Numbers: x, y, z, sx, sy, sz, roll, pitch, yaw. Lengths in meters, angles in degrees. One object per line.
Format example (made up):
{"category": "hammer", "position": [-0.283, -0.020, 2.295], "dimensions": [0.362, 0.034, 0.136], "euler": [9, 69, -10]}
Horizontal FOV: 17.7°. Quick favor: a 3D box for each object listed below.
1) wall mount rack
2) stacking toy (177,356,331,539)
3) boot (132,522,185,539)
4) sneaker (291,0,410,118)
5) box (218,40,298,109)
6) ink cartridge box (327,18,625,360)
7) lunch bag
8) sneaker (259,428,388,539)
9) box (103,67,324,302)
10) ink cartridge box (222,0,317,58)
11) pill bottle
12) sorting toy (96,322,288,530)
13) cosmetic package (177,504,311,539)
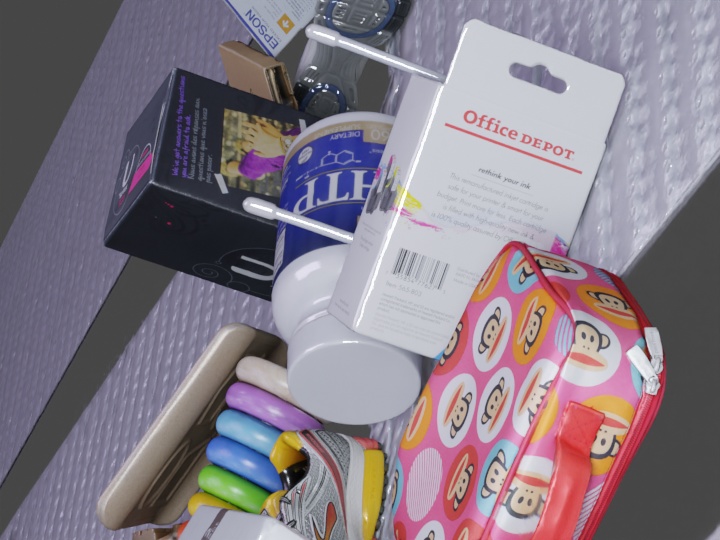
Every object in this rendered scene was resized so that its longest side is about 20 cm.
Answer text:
{"category": "wall mount rack", "position": [0.030, -0.068, 1.474], "dimensions": [0.074, 0.173, 0.201], "euler": [23, 95, 50]}
{"category": "stacking toy", "position": [-0.096, 0.168, 1.718], "dimensions": [0.200, 0.085, 0.085], "euler": [-62, 15, -9]}
{"category": "boot", "position": [-0.122, 0.250, 1.831], "dimensions": [0.200, 0.075, 0.108], "euler": [152, 118, -62]}
{"category": "sneaker", "position": [-0.014, -0.202, 1.940], "dimensions": [0.087, 0.074, 0.200], "euler": [-89, 24, -59]}
{"category": "box", "position": [-0.069, -0.105, 1.936], "dimensions": [0.200, 0.021, 0.164], "euler": [-143, 34, -72]}
{"category": "ink cartridge box", "position": [0.071, -0.045, 1.417], "dimensions": [0.068, 0.115, 0.201], "euler": [-145, 74, -72]}
{"category": "lunch bag", "position": [0.090, 0.098, 1.265], "dimensions": [0.176, 0.082, 0.200], "euler": [-115, 46, -66]}
{"category": "sneaker", "position": [-0.034, 0.193, 1.561], "dimensions": [0.200, 0.082, 0.078], "euler": [-89, 24, -44]}
{"category": "box", "position": [-0.077, -0.054, 1.754], "dimensions": [0.122, 0.199, 0.106], "euler": [135, 150, -57]}
{"category": "ink cartridge box", "position": [-0.088, -0.306, 1.947], "dimensions": [0.200, 0.196, 0.043], "euler": [-50, 19, -30]}
{"category": "pill bottle", "position": [0.000, 0.000, 1.590], "dimensions": [0.120, 0.119, 0.200], "euler": [125, 156, -44]}
{"category": "sorting toy", "position": [-0.132, 0.120, 1.814], "dimensions": [0.185, 0.036, 0.200], "euler": [-55, -11, -1]}
{"category": "cosmetic package", "position": [-0.047, 0.247, 1.333], "dimensions": [0.165, 0.165, 0.200], "euler": [-59, 11, -11]}
